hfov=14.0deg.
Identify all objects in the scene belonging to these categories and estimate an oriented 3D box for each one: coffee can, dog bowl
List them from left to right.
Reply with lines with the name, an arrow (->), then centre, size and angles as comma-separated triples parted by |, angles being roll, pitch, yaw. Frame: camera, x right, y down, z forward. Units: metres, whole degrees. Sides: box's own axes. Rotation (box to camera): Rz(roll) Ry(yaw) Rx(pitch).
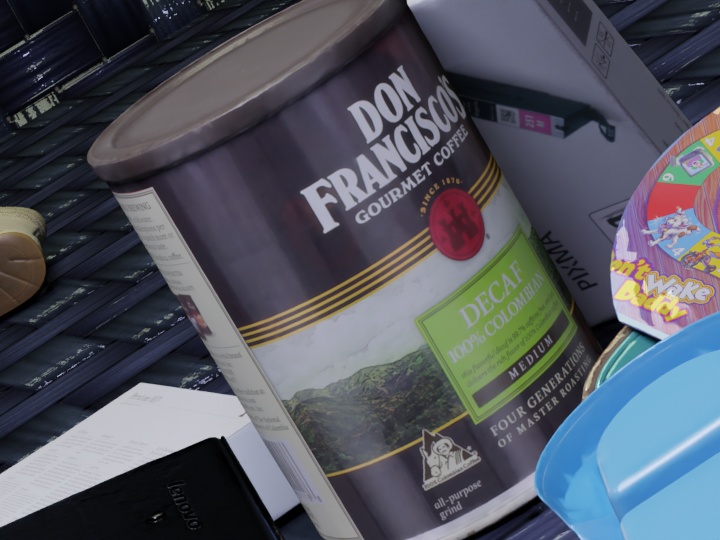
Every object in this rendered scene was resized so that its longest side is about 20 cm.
coffee can -> 0.000, 0.000, 1.208 | 0.146, 0.200, 0.146 | -29, 15, 8
dog bowl -> 0.121, 0.076, 0.961 | 0.111, 0.050, 0.200 | -34, 15, 7

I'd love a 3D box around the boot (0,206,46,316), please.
boot -> -0.326, 0.015, 2.188 | 0.199, 0.073, 0.155 | -27, 13, 2

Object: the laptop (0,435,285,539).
laptop -> -0.101, 0.172, 0.937 | 0.115, 0.201, 0.187 | 10, 18, -21

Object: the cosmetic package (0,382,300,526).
cosmetic package -> -0.121, 0.116, 1.381 | 0.151, 0.052, 0.200 | -36, 13, -18

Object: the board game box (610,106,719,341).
board game box -> 0.183, -0.026, 1.071 | 0.200, 0.039, 0.158 | 25, 60, 40

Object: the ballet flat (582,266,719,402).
ballet flat -> 0.172, 0.019, 1.120 | 0.199, 0.071, 0.065 | -29, -15, -9

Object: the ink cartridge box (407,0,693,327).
ink cartridge box -> 0.054, -0.051, 1.307 | 0.173, 0.200, 0.044 | -22, 36, 33
